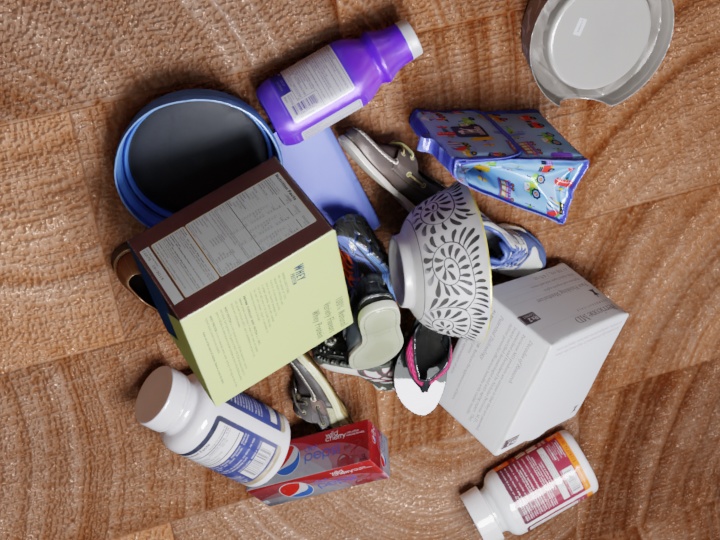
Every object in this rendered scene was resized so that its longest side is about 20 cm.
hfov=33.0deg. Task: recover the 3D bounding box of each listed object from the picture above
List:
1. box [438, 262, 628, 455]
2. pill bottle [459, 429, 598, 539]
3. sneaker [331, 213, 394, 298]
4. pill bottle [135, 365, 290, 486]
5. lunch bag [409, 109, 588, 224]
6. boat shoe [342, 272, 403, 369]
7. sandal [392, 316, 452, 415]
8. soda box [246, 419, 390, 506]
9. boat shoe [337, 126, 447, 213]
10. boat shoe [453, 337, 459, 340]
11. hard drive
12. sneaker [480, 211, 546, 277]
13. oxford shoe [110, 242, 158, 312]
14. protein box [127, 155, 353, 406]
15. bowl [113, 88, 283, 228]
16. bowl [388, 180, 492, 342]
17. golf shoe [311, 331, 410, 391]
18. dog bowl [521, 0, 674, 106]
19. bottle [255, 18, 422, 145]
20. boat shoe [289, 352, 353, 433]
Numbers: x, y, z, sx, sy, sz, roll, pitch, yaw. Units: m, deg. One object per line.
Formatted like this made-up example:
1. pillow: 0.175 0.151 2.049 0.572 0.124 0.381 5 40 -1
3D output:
1. box: 0.235 0.119 1.676 0.198 0.131 0.201 -16 137 -45
2. pill bottle: 0.262 0.343 1.900 0.199 0.110 0.110 -29 128 -1
3. sneaker: 0.000 0.000 1.571 0.078 0.076 0.200 -29 144 4
4. pill bottle: -0.199 0.205 1.627 0.199 0.111 0.111 33 106 -34
5. lunch bag: 0.156 -0.143 1.514 0.198 0.151 0.095 6 119 -25
6. boat shoe: 0.011 0.065 1.550 0.074 0.067 0.200 -16 155 -5
7. sandal: 0.091 0.105 1.622 0.074 0.045 0.202 8 111 -11
8. soda box: -0.061 0.271 1.701 0.198 0.064 0.070 -17 143 20
9. boat shoe: 0.048 -0.127 1.535 0.060 0.072 0.200 -46 130 5
10. boat shoe: 0.114 0.027 1.658 0.076 0.072 0.200 -38 127 6
11. hard drive: -0.070 -0.101 1.531 0.131 0.025 0.201 -30 127 -1
12. sneaker: 0.185 -0.025 1.642 0.199 0.088 0.076 21 110 -34
13. oxford shoe: -0.229 0.042 1.535 0.199 0.071 0.071 33 105 -36
14. protein box: -0.134 0.015 1.419 0.199 0.135 0.199 -31 148 -13
15. bowl: -0.191 -0.125 1.437 0.198 0.040 0.202 -4 128 -6
16. bowl: 0.089 -0.004 1.490 0.093 0.201 0.203 -8 124 -11
17. golf shoe: 0.023 0.134 1.693 0.198 0.078 0.089 4 129 -22
18. dog bowl: 0.291 -0.302 1.522 0.198 0.059 0.202 -10 124 -15
19. bottle: -0.023 -0.227 1.431 0.199 0.084 0.065 -31 159 -1
20. boat shoe: -0.064 0.182 1.689 0.064 0.073 0.201 -33 128 -4
